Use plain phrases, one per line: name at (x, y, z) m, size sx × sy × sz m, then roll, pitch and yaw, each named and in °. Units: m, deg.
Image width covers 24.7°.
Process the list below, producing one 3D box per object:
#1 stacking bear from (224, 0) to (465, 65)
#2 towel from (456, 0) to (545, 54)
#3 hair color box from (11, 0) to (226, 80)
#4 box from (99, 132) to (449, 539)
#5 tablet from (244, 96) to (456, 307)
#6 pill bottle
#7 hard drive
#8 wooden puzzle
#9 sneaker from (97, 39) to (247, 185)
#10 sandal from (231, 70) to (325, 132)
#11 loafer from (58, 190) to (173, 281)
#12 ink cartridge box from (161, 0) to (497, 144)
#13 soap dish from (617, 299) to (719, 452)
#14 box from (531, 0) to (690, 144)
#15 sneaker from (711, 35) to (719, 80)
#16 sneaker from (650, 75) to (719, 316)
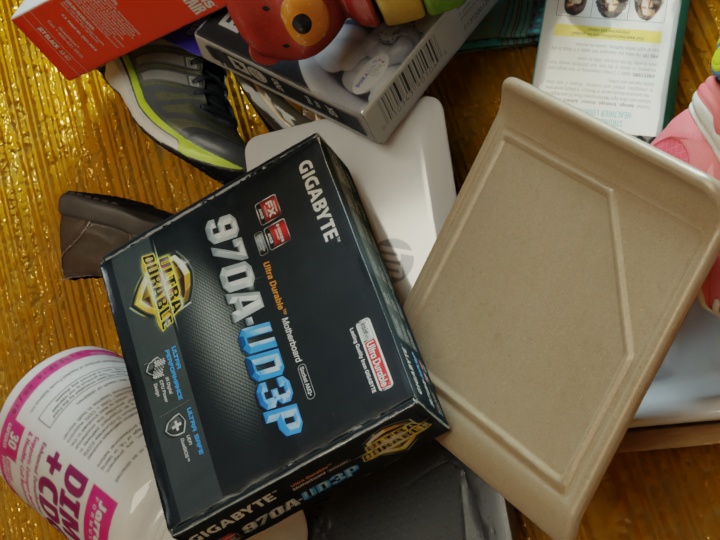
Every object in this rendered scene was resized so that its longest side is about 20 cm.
stacking bear at (0.014, -0.187, 0.945) m, size 0.200 × 0.122 × 0.114 m, roll -26°, pitch 40°, yaw 2°
towel at (0.054, -0.211, 1.087) m, size 0.200 × 0.022 × 0.147 m, roll -1°, pitch 76°, yaw 29°
hair color box at (-0.126, -0.207, 1.070) m, size 0.200 × 0.064 × 0.111 m, roll -17°, pitch 36°, yaw 42°
box at (-0.055, 0.040, 0.936) m, size 0.159 × 0.046 × 0.200 m, roll -29°, pitch 54°, yaw 12°
tablet at (0.000, 0.000, 0.986) m, size 0.130 × 0.014 × 0.200 m, roll -12°, pitch 73°, yaw 14°
pill bottle at (-0.131, 0.135, 1.022) m, size 0.200 × 0.113 × 0.114 m, roll 28°, pitch 91°, yaw 41°
hard drive at (0.027, 0.129, 0.985) m, size 0.135 × 0.042 × 0.200 m, roll -20°, pitch 72°, yaw 24°
wooden puzzle at (0.098, 0.017, 0.867) m, size 0.185 × 0.037 × 0.200 m, roll 37°, pitch 109°, yaw 50°
sneaker at (-0.120, -0.131, 1.127) m, size 0.081 × 0.074 × 0.200 m, roll -48°, pitch 56°, yaw 8°
sandal at (-0.026, -0.094, 1.069) m, size 0.055 × 0.082 × 0.200 m, roll -38°, pitch 59°, yaw -5°
loafer at (-0.120, 0.000, 1.083) m, size 0.200 × 0.073 × 0.071 m, roll 17°, pitch 98°, yaw 34°
ink cartridge box at (-0.009, -0.195, 1.048) m, size 0.200 × 0.043 × 0.198 m, roll 28°, pitch 71°, yaw 31°
soap dish at (0.166, 0.025, 0.921) m, size 0.200 × 0.081 × 0.158 m, roll -8°, pitch 72°, yaw 27°
box at (0.153, -0.148, 0.988) m, size 0.082 × 0.049 × 0.200 m, roll 7°, pitch 79°, yaw 17°
sneaker at (0.237, -0.122, 0.862) m, size 0.083 × 0.200 × 0.071 m, roll 32°, pitch 109°, yaw 12°
sneaker at (0.202, 0.001, 0.831) m, size 0.087 × 0.074 × 0.200 m, roll -40°, pitch 56°, yaw 29°
